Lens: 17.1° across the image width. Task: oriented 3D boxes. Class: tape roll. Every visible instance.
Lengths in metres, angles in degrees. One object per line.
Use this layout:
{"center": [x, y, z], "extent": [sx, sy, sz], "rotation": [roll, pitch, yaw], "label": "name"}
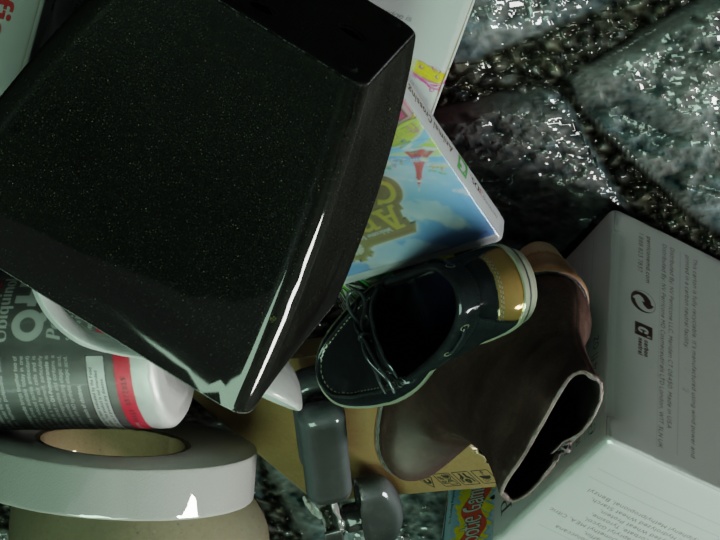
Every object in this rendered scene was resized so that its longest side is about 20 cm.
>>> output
{"center": [-0.171, 0.133, 1.638], "extent": [0.202, 0.203, 0.037], "rotation": [5, 96, 6], "label": "tape roll"}

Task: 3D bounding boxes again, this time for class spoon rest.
{"center": [-0.125, 0.041, 1.506], "extent": [0.200, 0.061, 0.099], "rotation": [31, 174, -9], "label": "spoon rest"}

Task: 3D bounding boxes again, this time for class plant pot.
{"center": [-0.081, -0.075, 1.266], "extent": [0.199, 0.200, 0.178], "rotation": [31, 113, 3], "label": "plant pot"}

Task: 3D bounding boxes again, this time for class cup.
{"center": [-0.177, 0.242, 1.774], "extent": [0.200, 0.143, 0.200], "rotation": [6, 136, 6], "label": "cup"}

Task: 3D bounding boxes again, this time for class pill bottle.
{"center": [-0.219, 0.053, 1.614], "extent": [0.200, 0.111, 0.111], "rotation": [-2, 134, 12], "label": "pill bottle"}

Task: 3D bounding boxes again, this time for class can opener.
{"center": [-0.014, 0.129, 1.626], "extent": [0.066, 0.053, 0.200], "rotation": [-15, 147, -1], "label": "can opener"}

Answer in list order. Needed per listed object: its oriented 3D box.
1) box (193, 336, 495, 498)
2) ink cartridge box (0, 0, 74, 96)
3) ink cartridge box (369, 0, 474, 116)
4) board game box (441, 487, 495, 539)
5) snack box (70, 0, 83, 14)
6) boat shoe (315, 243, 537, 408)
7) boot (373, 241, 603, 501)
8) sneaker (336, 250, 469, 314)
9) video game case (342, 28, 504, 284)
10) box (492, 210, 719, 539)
{"center": [-0.012, 0.103, 1.642], "extent": [0.200, 0.021, 0.163], "rotation": [-10, 136, 46], "label": "box"}
{"center": [-0.277, -0.141, 1.381], "extent": [0.200, 0.146, 0.084], "rotation": [16, -179, 5], "label": "ink cartridge box"}
{"center": [-0.013, -0.157, 1.381], "extent": [0.145, 0.083, 0.200], "rotation": [16, 136, -4], "label": "ink cartridge box"}
{"center": [0.168, 0.198, 1.691], "extent": [0.200, 0.103, 0.105], "rotation": [-16, 130, 25], "label": "board game box"}
{"center": [-0.224, -0.094, 1.498], "extent": [0.200, 0.068, 0.169], "rotation": [5, 135, 7], "label": "snack box"}
{"center": [0.025, 0.035, 1.450], "extent": [0.062, 0.075, 0.200], "rotation": [-10, 168, -38], "label": "boat shoe"}
{"center": [0.073, 0.088, 1.459], "extent": [0.072, 0.166, 0.200], "rotation": [26, 116, -18], "label": "boot"}
{"center": [0.000, 0.000, 1.542], "extent": [0.200, 0.078, 0.085], "rotation": [33, 132, -22], "label": "sneaker"}
{"center": [-0.043, -0.057, 1.415], "extent": [0.200, 0.022, 0.182], "rotation": [-16, 131, 26], "label": "video game case"}
{"center": [0.204, 0.103, 1.518], "extent": [0.200, 0.199, 0.131], "rotation": [25, 133, -17], "label": "box"}
